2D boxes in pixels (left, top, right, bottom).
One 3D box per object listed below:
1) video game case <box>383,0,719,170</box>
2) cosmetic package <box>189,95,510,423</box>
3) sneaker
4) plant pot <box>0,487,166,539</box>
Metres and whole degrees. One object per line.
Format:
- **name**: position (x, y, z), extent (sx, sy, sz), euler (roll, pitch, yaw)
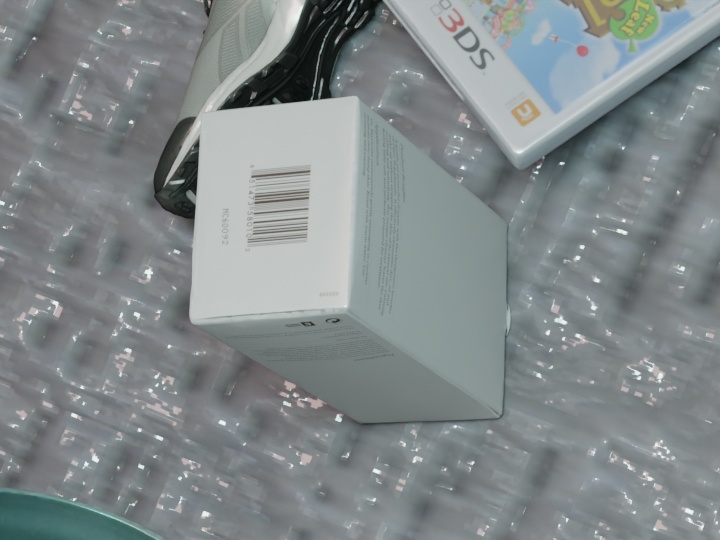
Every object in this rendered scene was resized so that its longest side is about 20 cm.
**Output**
- **video game case**: position (0.108, -0.173, 1.446), extent (0.200, 0.022, 0.182), euler (-34, 67, -6)
- **cosmetic package**: position (0.000, 0.000, 1.378), extent (0.085, 0.200, 0.108), euler (-5, 70, 22)
- **sneaker**: position (-0.054, -0.117, 1.518), extent (0.079, 0.074, 0.200), euler (22, 78, 37)
- **plant pot**: position (-0.164, 0.217, 1.411), extent (0.200, 0.200, 0.134), euler (35, 117, 29)
